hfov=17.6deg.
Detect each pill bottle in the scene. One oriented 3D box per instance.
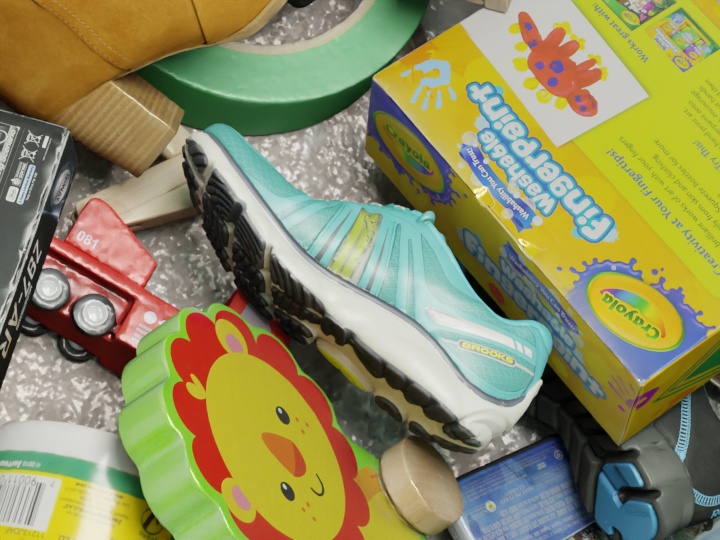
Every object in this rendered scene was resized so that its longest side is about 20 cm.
[{"bbox_3d":[-0.138,0.177,1.010,0.112,0.113,0.201,20,67,-11],"label":"pill bottle"}]

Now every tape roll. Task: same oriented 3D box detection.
[{"bbox_3d":[-0.061,-0.170,1.189,0.200,0.048,0.201,6,71,-17],"label":"tape roll"}]

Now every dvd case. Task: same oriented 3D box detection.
[{"bbox_3d":[0.139,0.169,1.137,0.142,0.018,0.200,-20,73,-30],"label":"dvd case"}]

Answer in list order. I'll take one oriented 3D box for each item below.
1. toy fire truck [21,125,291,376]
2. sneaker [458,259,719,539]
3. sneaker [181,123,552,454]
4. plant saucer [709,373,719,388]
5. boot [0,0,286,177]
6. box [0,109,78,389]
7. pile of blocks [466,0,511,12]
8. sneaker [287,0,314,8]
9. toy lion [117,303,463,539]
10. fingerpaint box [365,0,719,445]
[{"bbox_3d":[-0.110,-0.025,1.122,0.200,0.049,0.141,30,66,-6],"label":"toy fire truck"},{"bbox_3d":[0.118,0.046,1.152,0.082,0.073,0.200,-14,62,-31],"label":"sneaker"},{"bbox_3d":[0.000,0.000,1.074,0.200,0.078,0.080,40,69,6],"label":"sneaker"},{"bbox_3d":[0.226,-0.012,1.235,0.200,0.037,0.201,6,71,-17],"label":"plant saucer"},{"bbox_3d":[-0.104,-0.153,1.059,0.144,0.071,0.201,37,102,-12],"label":"boot"},{"bbox_3d":[-0.233,0.011,1.042,0.160,0.044,0.201,15,72,4],"label":"box"},{"bbox_3d":[0.093,-0.212,1.118,0.082,0.062,0.200,40,71,23],"label":"pile of blocks"},{"bbox_3d":[-0.061,-0.181,1.122,0.199,0.077,0.111,-9,66,-27],"label":"sneaker"},{"bbox_3d":[-0.029,0.115,1.013,0.192,0.069,0.200,36,31,-39],"label":"toy lion"},{"bbox_3d":[0.127,-0.046,1.111,0.167,0.073,0.200,-34,69,-19],"label":"fingerpaint box"}]
